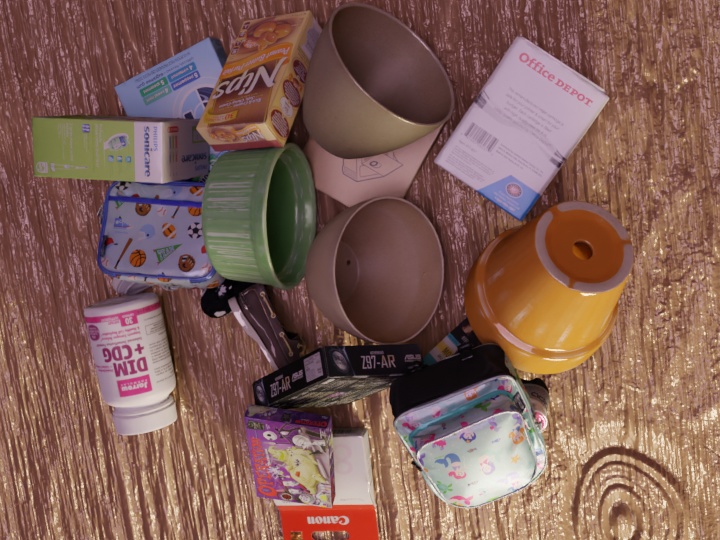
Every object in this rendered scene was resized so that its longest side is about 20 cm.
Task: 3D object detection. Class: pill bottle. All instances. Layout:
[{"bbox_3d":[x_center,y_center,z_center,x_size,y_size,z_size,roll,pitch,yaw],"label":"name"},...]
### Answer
[{"bbox_3d":[-0.348,0.142,1.375,0.113,0.113,0.200,-9,98,14],"label":"pill bottle"}]

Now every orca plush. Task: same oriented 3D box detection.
[{"bbox_3d":[-0.168,0.009,1.334,0.200,0.071,0.105,-24,93,15],"label":"orca plush"}]

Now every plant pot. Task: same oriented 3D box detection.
[{"bbox_3d":[0.000,0.000,1.253,0.134,0.200,0.200,0,102,50],"label":"plant pot"},{"bbox_3d":[0.251,0.008,1.141,0.200,0.183,0.200,4,65,-7],"label":"plant pot"}]

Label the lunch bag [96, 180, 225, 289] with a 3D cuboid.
[{"bbox_3d":[-0.282,-0.059,1.292,0.200,0.076,0.160,6,82,11],"label":"lunch bag"}]

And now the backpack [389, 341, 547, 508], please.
[{"bbox_3d":[0.147,0.216,1.157,0.177,0.151,0.200,-23,125,6],"label":"backpack"}]

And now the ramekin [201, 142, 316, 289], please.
[{"bbox_3d":[-0.138,-0.075,1.232,0.098,0.200,0.200,2,100,16],"label":"ramekin"}]

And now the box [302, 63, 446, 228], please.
[{"bbox_3d":[0.017,-0.186,1.287,0.163,0.021,0.200,31,103,5],"label":"box"}]

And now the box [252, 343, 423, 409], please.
[{"bbox_3d":[-0.033,0.149,1.240,0.200,0.160,0.044,-32,63,51],"label":"box"}]

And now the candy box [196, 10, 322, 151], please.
[{"bbox_3d":[-0.133,-0.258,1.220,0.115,0.055,0.200,0,58,30],"label":"candy box"}]

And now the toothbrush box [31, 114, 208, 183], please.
[{"bbox_3d":[-0.334,-0.173,1.259,0.200,0.146,0.086,6,102,15],"label":"toothbrush box"}]

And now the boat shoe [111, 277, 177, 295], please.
[{"bbox_3d":[-0.285,-0.008,1.359,0.200,0.072,0.069,-31,76,6],"label":"boat shoe"}]

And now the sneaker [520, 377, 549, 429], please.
[{"bbox_3d":[0.185,0.187,1.290,0.200,0.087,0.074,-4,120,35],"label":"sneaker"}]

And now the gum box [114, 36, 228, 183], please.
[{"bbox_3d":[-0.247,-0.216,1.328,0.170,0.045,0.200,-23,93,16],"label":"gum box"}]

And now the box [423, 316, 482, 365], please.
[{"bbox_3d":[0.145,0.132,1.253,0.200,0.049,0.082,-44,47,1],"label":"box"}]

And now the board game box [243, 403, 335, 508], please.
[{"bbox_3d":[-0.099,0.271,1.291,0.120,0.032,0.200,9,135,11],"label":"board game box"}]

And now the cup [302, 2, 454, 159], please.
[{"bbox_3d":[0.004,-0.229,1.189,0.200,0.200,0.143,49,130,1],"label":"cup"}]

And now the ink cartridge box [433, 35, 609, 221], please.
[{"bbox_3d":[0.217,-0.191,1.209,0.146,0.084,0.200,36,104,5],"label":"ink cartridge box"}]

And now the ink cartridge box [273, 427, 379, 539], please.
[{"bbox_3d":[-0.059,0.344,1.380,0.162,0.057,0.200,-5,94,13],"label":"ink cartridge box"}]

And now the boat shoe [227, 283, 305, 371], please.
[{"bbox_3d":[-0.119,0.109,1.337,0.060,0.072,0.200,-34,104,-2],"label":"boat shoe"}]
